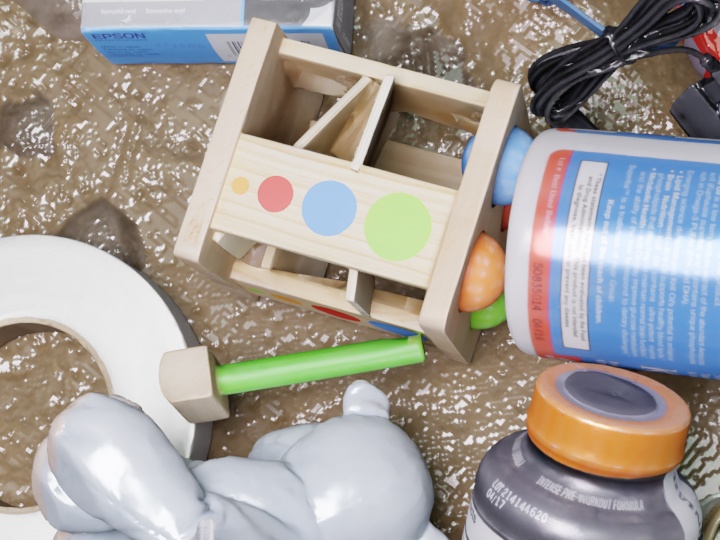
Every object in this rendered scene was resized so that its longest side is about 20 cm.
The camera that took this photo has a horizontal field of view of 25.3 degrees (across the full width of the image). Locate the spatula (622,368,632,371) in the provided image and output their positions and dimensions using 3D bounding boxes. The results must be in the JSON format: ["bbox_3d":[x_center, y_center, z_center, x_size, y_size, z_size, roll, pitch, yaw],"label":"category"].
[{"bbox_3d":[0.129,0.072,0.833,0.056,0.021,0.200,11,79,-1],"label":"spatula"}]

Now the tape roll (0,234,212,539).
[{"bbox_3d":[-0.182,0.081,0.880,0.202,0.037,0.203,-2,80,10],"label":"tape roll"}]

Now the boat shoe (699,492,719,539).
[{"bbox_3d":[0.173,0.208,0.771,0.072,0.076,0.200,-3,80,7],"label":"boat shoe"}]

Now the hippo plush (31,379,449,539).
[{"bbox_3d":[-0.051,0.107,0.773,0.161,0.200,0.159,-28,89,-32],"label":"hippo plush"}]

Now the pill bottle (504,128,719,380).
[{"bbox_3d":[0.175,-0.004,0.738,0.200,0.112,0.112,7,80,20],"label":"pill bottle"}]

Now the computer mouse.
[{"bbox_3d":[0.177,-0.060,0.794,0.140,0.200,0.046,-24,47,44],"label":"computer mouse"}]

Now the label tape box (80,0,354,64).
[{"bbox_3d":[-0.075,-0.220,0.904,0.143,0.066,0.200,1,81,10],"label":"label tape box"}]

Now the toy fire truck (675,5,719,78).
[{"bbox_3d":[0.274,-0.113,0.829,0.200,0.049,0.141,-14,77,7],"label":"toy fire truck"}]

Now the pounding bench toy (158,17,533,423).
[{"bbox_3d":[0.000,0.000,0.817,0.156,0.124,0.200,16,83,13],"label":"pounding bench toy"}]

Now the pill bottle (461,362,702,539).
[{"bbox_3d":[0.096,0.146,0.743,0.106,0.106,0.200,15,111,13],"label":"pill bottle"}]

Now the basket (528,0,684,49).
[{"bbox_3d":[0.124,-0.221,0.823,0.200,0.139,0.176,36,89,34],"label":"basket"}]
